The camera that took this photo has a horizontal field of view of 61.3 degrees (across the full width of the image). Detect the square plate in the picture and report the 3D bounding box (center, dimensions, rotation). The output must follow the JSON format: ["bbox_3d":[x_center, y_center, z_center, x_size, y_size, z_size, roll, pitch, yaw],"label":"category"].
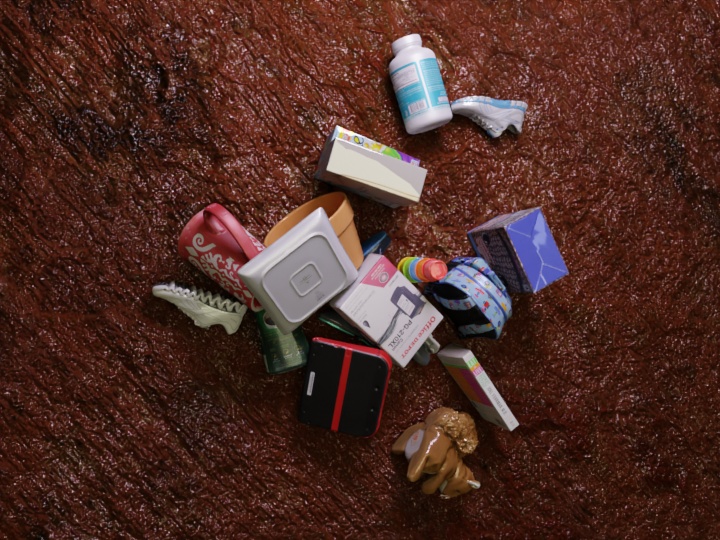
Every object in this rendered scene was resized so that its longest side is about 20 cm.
[{"bbox_3d":[-0.108,0.011,1.169,0.199,0.028,0.199,-38,132,-10],"label":"square plate"}]

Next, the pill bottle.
[{"bbox_3d":[0.130,-0.420,1.370,0.110,0.111,0.202,-17,94,-13],"label":"pill bottle"}]

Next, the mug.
[{"bbox_3d":[-0.254,-0.024,1.200,0.200,0.178,0.134,38,86,18],"label":"mug"}]

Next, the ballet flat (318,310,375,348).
[{"bbox_3d":[0.000,0.124,1.354,0.199,0.073,0.073,32,82,-17],"label":"ballet flat"}]

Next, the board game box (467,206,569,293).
[{"bbox_3d":[0.350,-0.042,1.373,0.096,0.200,0.161,-27,95,-11],"label":"board game box"}]

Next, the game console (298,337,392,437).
[{"bbox_3d":[-0.033,0.249,1.280,0.175,0.031,0.202,12,106,5],"label":"game console"}]

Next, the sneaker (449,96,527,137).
[{"bbox_3d":[0.301,-0.359,1.433,0.198,0.075,0.088,2,95,-13],"label":"sneaker"}]

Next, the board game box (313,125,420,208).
[{"bbox_3d":[0.013,-0.225,1.342,0.198,0.105,0.104,19,85,-13],"label":"board game box"}]

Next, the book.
[{"bbox_3d":[0.267,0.265,1.383,0.048,0.134,0.201,-35,98,-12],"label":"book"}]

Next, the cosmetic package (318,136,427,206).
[{"bbox_3d":[0.023,-0.198,1.238,0.198,0.103,0.074,16,87,-12],"label":"cosmetic package"}]

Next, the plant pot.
[{"bbox_3d":[-0.084,-0.053,1.284,0.199,0.200,0.141,-36,115,-11],"label":"plant pot"}]

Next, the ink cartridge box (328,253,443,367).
[{"bbox_3d":[0.057,0.085,1.293,0.200,0.084,0.145,44,79,-19],"label":"ink cartridge box"}]

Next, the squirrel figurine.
[{"bbox_3d":[0.200,0.414,1.367,0.186,0.141,0.201,39,83,-17],"label":"squirrel figurine"}]

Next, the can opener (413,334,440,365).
[{"bbox_3d":[0.102,0.126,1.379,0.200,0.053,0.067,48,45,-6],"label":"can opener"}]

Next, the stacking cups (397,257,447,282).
[{"bbox_3d":[0.134,-0.005,1.319,0.060,0.200,0.061,0,88,-12],"label":"stacking cups"}]

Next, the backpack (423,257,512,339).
[{"bbox_3d":[0.256,0.062,1.349,0.134,0.200,0.183,-40,97,-11],"label":"backpack"}]

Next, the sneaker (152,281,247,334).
[{"bbox_3d":[-0.340,0.077,1.272,0.198,0.075,0.082,18,94,-12],"label":"sneaker"}]

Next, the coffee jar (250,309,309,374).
[{"bbox_3d":[-0.176,0.113,1.301,0.103,0.085,0.202,-15,93,-6],"label":"coffee jar"}]

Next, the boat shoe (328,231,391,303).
[{"bbox_3d":[0.000,0.000,1.360,0.200,0.084,0.069,-45,107,6],"label":"boat shoe"}]
